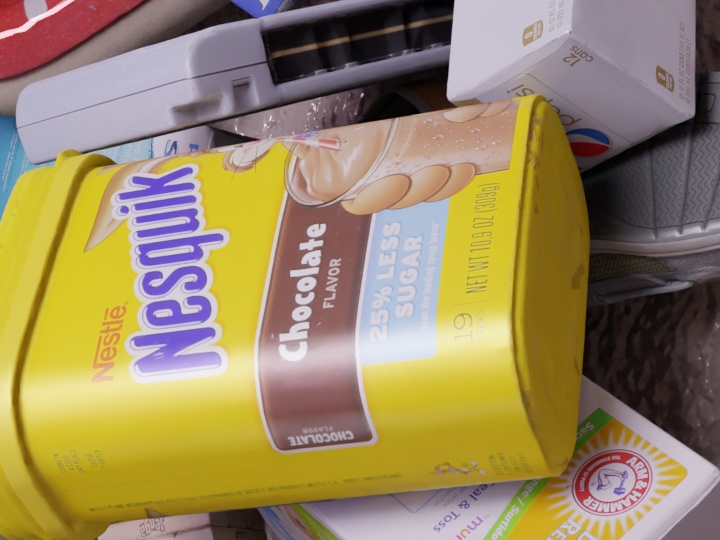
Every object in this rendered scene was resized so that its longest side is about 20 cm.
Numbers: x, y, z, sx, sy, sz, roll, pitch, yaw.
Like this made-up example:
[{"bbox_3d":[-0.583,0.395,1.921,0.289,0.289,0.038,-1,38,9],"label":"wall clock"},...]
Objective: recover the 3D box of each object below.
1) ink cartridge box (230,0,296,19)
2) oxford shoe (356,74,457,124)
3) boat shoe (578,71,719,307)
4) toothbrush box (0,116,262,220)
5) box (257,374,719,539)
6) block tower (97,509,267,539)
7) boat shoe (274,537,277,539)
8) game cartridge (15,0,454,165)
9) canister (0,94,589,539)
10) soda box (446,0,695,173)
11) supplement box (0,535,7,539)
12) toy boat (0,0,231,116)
[{"bbox_3d":[-0.020,-0.209,0.822,0.094,0.044,0.200,34,111,0],"label":"ink cartridge box"},{"bbox_3d":[0.000,0.000,0.870,0.075,0.058,0.200,44,116,41],"label":"oxford shoe"},{"bbox_3d":[0.105,-0.020,0.762,0.202,0.065,0.074,-15,52,40],"label":"boat shoe"},{"bbox_3d":[-0.114,-0.004,0.975,0.200,0.085,0.147,13,91,48],"label":"toothbrush box"},{"bbox_3d":[0.043,0.091,0.736,0.101,0.113,0.200,-40,42,-14],"label":"box"},{"bbox_3d":[-0.078,0.082,0.833,0.058,0.054,0.200,-15,76,21],"label":"block tower"},{"bbox_3d":[-0.042,0.181,0.868,0.199,0.074,0.068,-43,57,14],"label":"boat shoe"},{"bbox_3d":[-0.035,-0.084,0.822,0.133,0.200,0.041,-14,93,46],"label":"game cartridge"},{"bbox_3d":[-0.027,0.015,0.700,0.200,0.087,0.149,-8,45,19],"label":"canister"},{"bbox_3d":[0.083,-0.140,0.760,0.064,0.068,0.200,-27,45,41],"label":"soda box"},{"bbox_3d":[-0.269,0.128,0.863,0.134,0.200,0.200,15,119,43],"label":"supplement box"},{"bbox_3d":[-0.138,-0.167,0.950,0.200,0.131,0.131,-32,25,8],"label":"toy boat"}]
